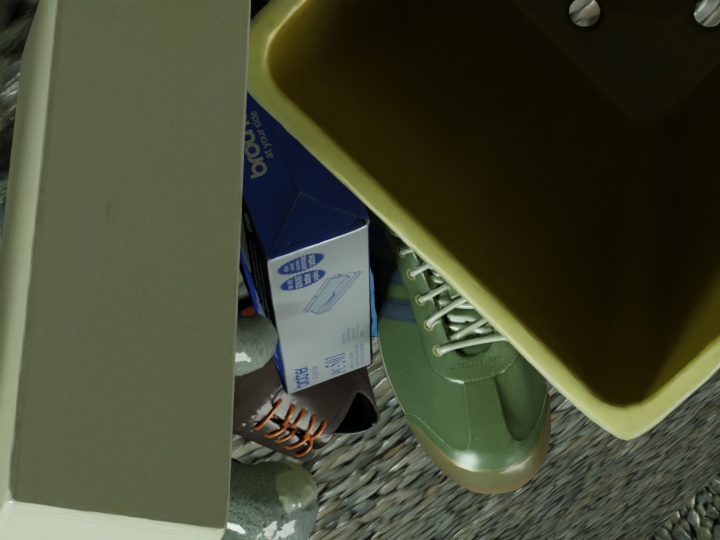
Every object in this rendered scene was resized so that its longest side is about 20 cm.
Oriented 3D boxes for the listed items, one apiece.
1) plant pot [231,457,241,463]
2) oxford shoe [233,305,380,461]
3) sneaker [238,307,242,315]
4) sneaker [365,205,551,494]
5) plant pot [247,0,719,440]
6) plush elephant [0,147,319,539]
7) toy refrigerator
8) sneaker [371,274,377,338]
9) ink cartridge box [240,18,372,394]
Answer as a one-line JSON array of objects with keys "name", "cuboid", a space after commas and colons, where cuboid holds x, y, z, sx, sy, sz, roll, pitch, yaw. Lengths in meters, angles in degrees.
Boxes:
[{"name": "plant pot", "cuboid": [-0.113, 0.203, 0.984, 0.200, 0.200, 0.180, -43, 154, 14]}, {"name": "oxford shoe", "cuboid": [-0.043, 0.063, 1.225, 0.071, 0.073, 0.200, -42, 165, 22]}, {"name": "sneaker", "cuboid": [-0.141, 0.044, 0.966, 0.200, 0.070, 0.078, -34, 151, -14]}, {"name": "sneaker", "cuboid": [0.030, -0.012, 0.952, 0.067, 0.200, 0.090, -13, 156, 2]}, {"name": "plant pot", "cuboid": [0.100, -0.099, 0.836, 0.194, 0.195, 0.200, -44, -172, 19]}, {"name": "plush elephant", "cuboid": [-0.101, 0.029, 0.850, 0.165, 0.200, 0.155, -51, -177, 47]}, {"name": "toy refrigerator", "cuboid": [-0.073, 0.000, 0.705, 0.070, 0.200, 0.076, 9, 147, -15]}, {"name": "sneaker", "cuboid": [0.000, 0.000, 1.157, 0.089, 0.079, 0.200, -31, 158, 2]}, {"name": "ink cartridge box", "cuboid": [-0.030, -0.021, 0.937, 0.044, 0.094, 0.200, -20, 163, -5]}]
